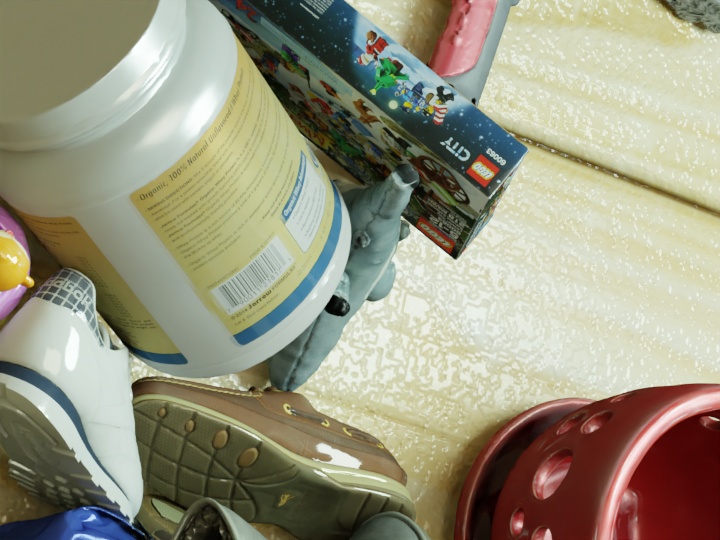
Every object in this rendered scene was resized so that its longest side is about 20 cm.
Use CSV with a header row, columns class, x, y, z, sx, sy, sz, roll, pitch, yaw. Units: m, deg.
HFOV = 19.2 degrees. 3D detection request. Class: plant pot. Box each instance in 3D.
class,x,y,z,sx,sy,sz,roll,pitch,yaw
plant pot,0.169,0.171,1.290,0.200,0.182,0.201,3,84,-30

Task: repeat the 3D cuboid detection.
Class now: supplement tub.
class,x,y,z,sx,sy,sz,roll,pitch,yaw
supplement tub,-0.106,-0.055,1.095,0.145,0.144,0.200,-55,135,-22

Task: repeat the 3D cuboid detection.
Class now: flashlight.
class,x,y,z,sx,sy,sz,roll,pitch,yaw
flashlight,0.054,-0.139,1.318,0.068,0.068,0.201,17,74,3

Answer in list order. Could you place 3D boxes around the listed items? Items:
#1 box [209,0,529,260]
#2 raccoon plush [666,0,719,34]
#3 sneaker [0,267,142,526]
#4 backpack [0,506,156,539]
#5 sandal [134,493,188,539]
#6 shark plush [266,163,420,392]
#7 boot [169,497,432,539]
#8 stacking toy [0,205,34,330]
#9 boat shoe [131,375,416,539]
class,x,y,z,sx,sy,sz,roll,pitch,yaw
box,-0.003,-0.097,1.195,0.200,0.137,0.038,39,76,5
raccoon plush,0.236,-0.252,1.422,0.199,0.097,0.135,28,65,-25
sneaker,-0.145,0.078,1.124,0.076,0.200,0.081,17,64,12
backpack,-0.134,0.233,1.121,0.200,0.162,0.168,41,64,-20
sandal,-0.058,0.203,1.226,0.054,0.080,0.200,-48,115,-2
shark plush,0.000,0.000,1.202,0.091,0.200,0.084,30,56,-19
boot,-0.032,0.172,1.127,0.200,0.072,0.182,38,34,-38
stacking toy,-0.209,-0.001,1.072,0.116,0.200,0.110,39,69,-18
boat shoe,-0.058,0.104,1.235,0.200,0.072,0.068,24,36,-30
